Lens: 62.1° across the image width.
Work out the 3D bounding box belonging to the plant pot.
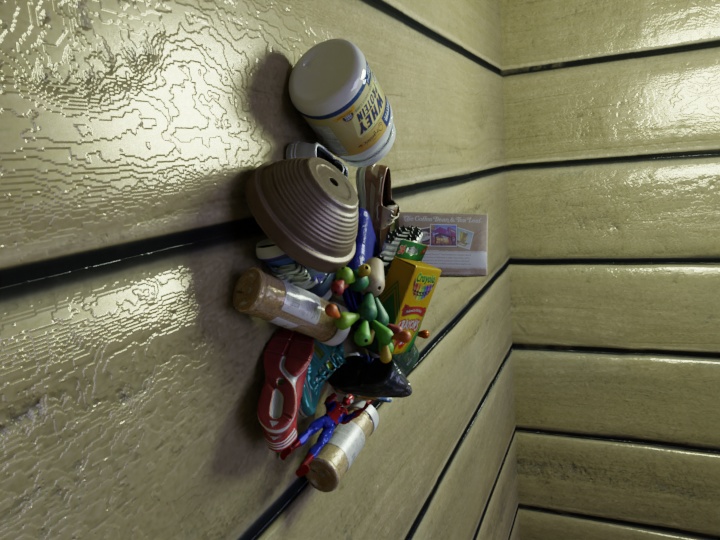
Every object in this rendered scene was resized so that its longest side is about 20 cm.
[{"bbox_3d":[-0.067,-0.103,0.906,0.200,0.093,0.202,36,28,-23],"label":"plant pot"}]

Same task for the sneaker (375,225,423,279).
[{"bbox_3d":[0.071,-0.014,1.157,0.201,0.065,0.092,-54,148,-50],"label":"sneaker"}]

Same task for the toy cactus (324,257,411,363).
[{"bbox_3d":[0.018,0.044,0.955,0.200,0.101,0.167,49,35,-34],"label":"toy cactus"}]

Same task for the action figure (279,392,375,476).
[{"bbox_3d":[-0.049,0.258,1.037,0.065,0.099,0.200,45,31,4],"label":"action figure"}]

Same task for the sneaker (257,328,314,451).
[{"bbox_3d":[-0.124,0.192,0.959,0.202,0.077,0.117,-74,175,-47],"label":"sneaker"}]

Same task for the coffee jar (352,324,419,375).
[{"bbox_3d":[0.051,0.140,1.256,0.104,0.085,0.201,-47,137,-23],"label":"coffee jar"}]

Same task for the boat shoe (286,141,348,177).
[{"bbox_3d":[-0.059,-0.177,1.077,0.200,0.067,0.073,43,52,-59],"label":"boat shoe"}]

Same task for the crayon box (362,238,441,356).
[{"bbox_3d":[0.081,0.050,1.079,0.126,0.050,0.203,5,107,-61],"label":"crayon box"}]

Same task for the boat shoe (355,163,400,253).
[{"bbox_3d":[0.041,-0.117,1.211,0.076,0.071,0.203,-47,132,-56],"label":"boat shoe"}]

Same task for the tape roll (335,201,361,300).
[{"bbox_3d":[-0.019,-0.041,1.206,0.202,0.036,0.207,-1,90,-66],"label":"tape roll"}]

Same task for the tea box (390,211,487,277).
[{"bbox_3d":[0.159,-0.053,1.330,0.197,0.196,0.136,162,-71,-83],"label":"tea box"}]

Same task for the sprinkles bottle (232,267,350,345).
[{"bbox_3d":[-0.100,0.059,0.919,0.199,0.067,0.069,28,63,-44],"label":"sprinkles bottle"}]

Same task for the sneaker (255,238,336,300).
[{"bbox_3d":[-0.096,0.015,0.976,0.200,0.079,0.149,-26,110,-70],"label":"sneaker"}]

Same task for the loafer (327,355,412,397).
[{"bbox_3d":[0.011,0.202,1.084,0.072,0.199,0.073,45,64,-24],"label":"loafer"}]

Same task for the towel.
[{"bbox_3d":[0.000,0.000,1.116,0.149,0.049,0.202,73,16,-44],"label":"towel"}]

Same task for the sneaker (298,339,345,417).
[{"bbox_3d":[-0.068,0.155,1.043,0.078,0.078,0.203,58,39,-49],"label":"sneaker"}]

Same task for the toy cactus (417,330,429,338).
[{"bbox_3d":[0.096,0.085,1.400,0.200,0.101,0.167,47,38,-46],"label":"toy cactus"}]

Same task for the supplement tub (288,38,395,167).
[{"bbox_3d":[-0.025,-0.289,1.064,0.200,0.142,0.147,44,51,-58],"label":"supplement tub"}]

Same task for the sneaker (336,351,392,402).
[{"bbox_3d":[0.019,0.223,1.245,0.200,0.074,0.090,41,52,-61],"label":"sneaker"}]

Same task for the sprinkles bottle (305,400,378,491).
[{"bbox_3d":[-0.031,0.323,1.120,0.200,0.067,0.069,-40,126,-60],"label":"sprinkles bottle"}]
